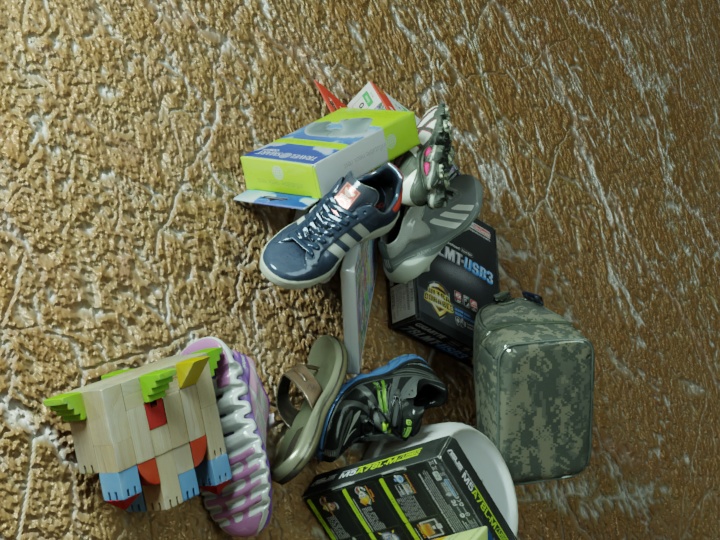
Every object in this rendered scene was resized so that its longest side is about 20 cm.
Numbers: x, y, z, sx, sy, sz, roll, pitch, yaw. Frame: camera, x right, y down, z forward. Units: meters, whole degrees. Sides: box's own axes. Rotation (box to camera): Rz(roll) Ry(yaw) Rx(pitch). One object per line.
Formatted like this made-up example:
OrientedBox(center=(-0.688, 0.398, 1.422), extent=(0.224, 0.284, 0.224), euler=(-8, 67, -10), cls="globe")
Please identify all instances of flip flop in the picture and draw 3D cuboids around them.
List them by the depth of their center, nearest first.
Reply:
OrientedBox(center=(-0.066, 0.141, 1.558), extent=(0.057, 0.081, 0.201), euler=(32, 46, -11), cls="flip flop")

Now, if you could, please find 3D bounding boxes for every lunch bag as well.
OrientedBox(center=(0.202, 0.143, 1.804), extent=(0.137, 0.168, 0.203), euler=(-7, 108, -15), cls="lunch bag")

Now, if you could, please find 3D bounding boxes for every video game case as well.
OrientedBox(center=(0.000, 0.000, 1.663), extent=(0.201, 0.018, 0.145), euler=(-79, 169, -54), cls="video game case")

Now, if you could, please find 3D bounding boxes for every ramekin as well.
OrientedBox(center=(0.098, 0.272, 1.677), extent=(0.199, 0.104, 0.203), euler=(28, 52, -43), cls="ramekin")

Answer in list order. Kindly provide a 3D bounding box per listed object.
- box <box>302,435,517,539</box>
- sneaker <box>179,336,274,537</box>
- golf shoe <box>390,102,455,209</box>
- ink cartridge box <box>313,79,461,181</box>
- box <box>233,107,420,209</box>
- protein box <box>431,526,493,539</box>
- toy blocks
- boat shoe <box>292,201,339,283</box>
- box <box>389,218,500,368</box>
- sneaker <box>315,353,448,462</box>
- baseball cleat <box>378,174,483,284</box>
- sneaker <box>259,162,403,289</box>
OrientedBox(center=(0.065, 0.287, 1.548), extent=(0.201, 0.192, 0.048), euler=(57, 38, -14), cls="box")
OrientedBox(center=(-0.120, 0.166, 1.465), extent=(0.088, 0.080, 0.203), euler=(8, 67, -65), cls="sneaker")
OrientedBox(center=(0.067, -0.142, 1.733), extent=(0.201, 0.087, 0.078), euler=(-72, 154, -59), cls="golf shoe")
OrientedBox(center=(0.035, -0.181, 1.836), extent=(0.199, 0.050, 0.109), euler=(33, 20, -40), cls="ink cartridge box")
OrientedBox(center=(-0.041, -0.131, 1.642), extent=(0.199, 0.121, 0.048), euler=(-31, 119, -40), cls="box")
OrientedBox(center=(0.065, 0.398, 1.482), extent=(0.135, 0.198, 0.200), euler=(-35, 101, -54), cls="protein box")
OrientedBox(center=(-0.196, 0.162, 1.359), extent=(0.199, 0.099, 0.139), euler=(-17, 98, -55), cls="toy blocks")
OrientedBox(center=(-0.030, -0.072, 1.713), extent=(0.066, 0.071, 0.201), euler=(55, 33, -36), cls="boat shoe")
OrientedBox(center=(0.111, 0.007, 1.883), extent=(0.199, 0.049, 0.201), euler=(28, 53, -45), cls="box")
OrientedBox(center=(0.026, 0.158, 1.626), extent=(0.082, 0.071, 0.199), euler=(35, 42, 28), cls="sneaker")
OrientedBox(center=(0.088, -0.074, 1.775), extent=(0.201, 0.069, 0.107), euler=(-53, 138, -36), cls="baseball cleat")
OrientedBox(center=(-0.027, -0.056, 1.531), extent=(0.075, 0.085, 0.199), euler=(40, 50, 16), cls="sneaker")
